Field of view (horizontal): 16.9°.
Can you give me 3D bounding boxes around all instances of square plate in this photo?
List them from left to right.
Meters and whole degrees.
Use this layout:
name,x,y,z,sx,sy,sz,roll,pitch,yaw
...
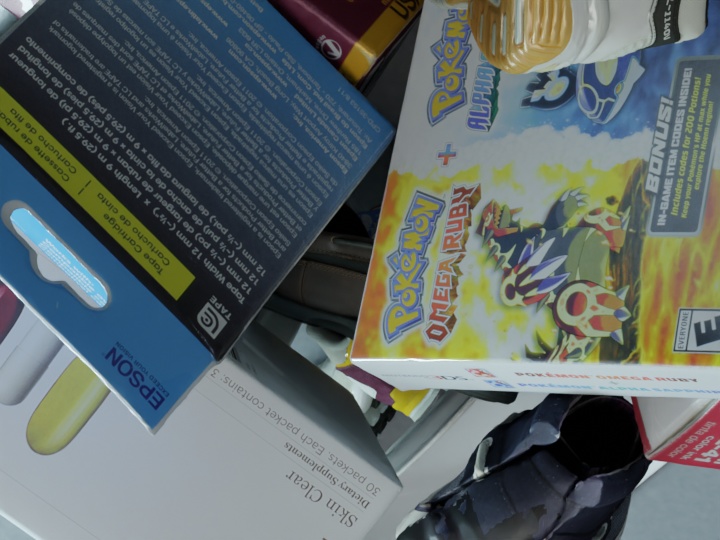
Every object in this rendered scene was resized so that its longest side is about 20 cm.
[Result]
name,x,y,z,sx,sy,sz,roll,pitch,yaw
square plate,0.100,0.067,1.156,0.198,0.029,0.200,-1,146,-39

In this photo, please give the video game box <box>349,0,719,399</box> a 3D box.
name,x,y,z,sx,sy,sz,roll,pitch,yaw
video game box,0.096,-0.051,0.953,0.182,0.201,0.047,-2,160,39

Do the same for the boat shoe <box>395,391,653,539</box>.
name,x,y,z,sx,sy,sz,roll,pitch,yaw
boat shoe,0.094,0.084,1.023,0.093,0.200,0.075,-42,84,25

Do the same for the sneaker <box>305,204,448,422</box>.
name,x,y,z,sx,sy,sz,roll,pitch,yaw
sneaker,0.035,-0.008,1.117,0.090,0.075,0.200,32,133,3

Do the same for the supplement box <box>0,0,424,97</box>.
name,x,y,z,sx,sy,sz,roll,pitch,yaw
supplement box,-0.077,-0.138,1.063,0.200,0.086,0.110,36,134,1

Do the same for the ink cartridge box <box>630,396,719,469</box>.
name,x,y,z,sx,sy,sz,roll,pitch,yaw
ink cartridge box,0.205,0.012,1.014,0.199,0.148,0.086,12,140,-28

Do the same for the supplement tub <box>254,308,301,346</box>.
name,x,y,z,sx,sy,sz,roll,pitch,yaw
supplement tub,-0.139,-0.005,1.184,0.200,0.132,0.132,40,130,-14

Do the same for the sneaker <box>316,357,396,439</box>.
name,x,y,z,sx,sy,sz,roll,pitch,yaw
sneaker,-0.038,0.090,1.269,0.081,0.075,0.200,37,128,7

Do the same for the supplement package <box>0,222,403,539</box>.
name,x,y,z,sx,sy,sz,roll,pitch,yaw
supplement package,-0.101,0.059,1.055,0.200,0.156,0.111,37,95,-13

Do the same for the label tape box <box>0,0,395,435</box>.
name,x,y,z,sx,sy,sz,roll,pitch,yaw
label tape box,-0.092,-0.037,0.950,0.143,0.200,0.066,45,138,-8

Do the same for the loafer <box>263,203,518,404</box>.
name,x,y,z,sx,sy,sz,roll,pitch,yaw
loafer,0.000,0.000,1.075,0.200,0.072,0.063,23,94,38

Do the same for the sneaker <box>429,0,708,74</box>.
name,x,y,z,sx,sy,sz,roll,pitch,yaw
sneaker,0.074,-0.131,0.939,0.087,0.200,0.076,-5,123,-13
